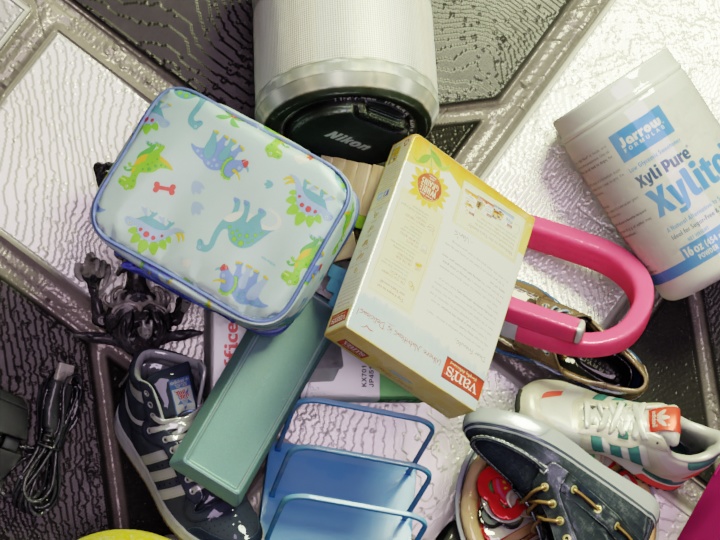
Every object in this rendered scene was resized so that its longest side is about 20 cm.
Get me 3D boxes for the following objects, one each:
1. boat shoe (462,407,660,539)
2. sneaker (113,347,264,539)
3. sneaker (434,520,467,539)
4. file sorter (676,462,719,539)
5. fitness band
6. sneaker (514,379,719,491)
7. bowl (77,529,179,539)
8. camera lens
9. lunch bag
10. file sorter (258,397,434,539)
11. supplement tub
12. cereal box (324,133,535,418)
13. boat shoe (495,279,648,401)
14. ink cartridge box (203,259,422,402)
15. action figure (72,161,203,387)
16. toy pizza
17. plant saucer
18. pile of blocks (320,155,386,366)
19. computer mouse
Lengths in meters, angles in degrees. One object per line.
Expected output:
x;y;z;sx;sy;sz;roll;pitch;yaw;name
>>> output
0.167;0.201;1.537;0.200;0.071;0.091;30;60;-8;boat shoe
-0.144;0.152;1.506;0.070;0.109;0.200;-18;51;-36;sneaker
0.074;0.337;1.583;0.108;0.067;0.202;34;80;-1;sneaker
0.362;0.280;1.591;0.125;0.139;0.200;32;83;-7;file sorter
0.165;0.008;1.583;0.199;0.038;0.144;20;43;12;fitness band
0.237;0.135;1.575;0.199;0.093;0.071;23;56;-20;sneaker
-0.177;0.292;1.519;0.200;0.200;0.108;44;45;-2;bowl
-0.015;-0.202;1.543;0.159;0.160;0.201;0;67;-7;camera lens
-0.116;-0.047;1.474;0.200;0.082;0.161;28;84;9;lunch bag
-0.013;0.226;1.513;0.138;0.123;0.200;11;57;-8;file sorter
0.281;-0.086;1.609;0.132;0.132;0.200;-34;91;-8;supplement tub
0.061;0.004;1.477;0.144;0.039;0.200;35;58;-23;cereal box
0.180;0.057;1.614;0.200;0.072;0.072;25;82;-6;boat shoe
-0.041;0.047;1.581;0.199;0.083;0.147;0;85;-7;ink cartridge box
-0.197;0.000;1.557;0.118;0.102;0.201;-2;83;-10;action figure
0.183;0.218;1.594;0.200;0.032;0.201;6;68;-15;toy pizza
-0.084;0.098;1.497;0.070;0.019;0.200;33;69;-9;plant saucer
0.000;0.000;1.523;0.082;0.062;0.201;-12;79;8;pile of blocks
-0.352;0.130;1.550;0.199;0.053;0.139;15;85;-6;computer mouse
